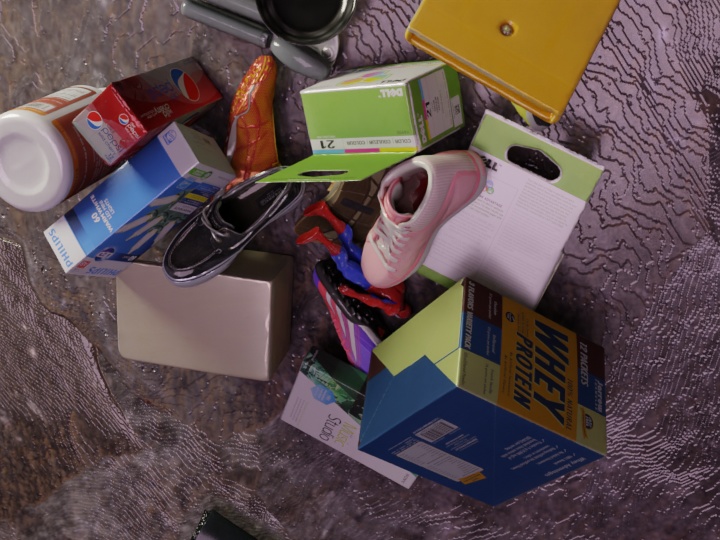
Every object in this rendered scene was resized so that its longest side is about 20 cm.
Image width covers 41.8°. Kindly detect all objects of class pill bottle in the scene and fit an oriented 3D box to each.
[{"bbox_3d":[-0.339,-0.150,1.097,0.110,0.200,0.114,5,113,13],"label":"pill bottle"}]

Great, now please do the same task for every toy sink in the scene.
[{"bbox_3d":[-0.191,0.044,1.183,0.196,0.112,0.133,7,109,9],"label":"toy sink"}]

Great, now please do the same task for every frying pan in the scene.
[{"bbox_3d":[-0.070,-0.338,1.022,0.113,0.031,0.193,-18,91,0],"label":"frying pan"}]

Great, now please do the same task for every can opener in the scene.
[{"bbox_3d":[-0.115,-0.278,1.064,0.197,0.066,0.053,25,117,9],"label":"can opener"}]

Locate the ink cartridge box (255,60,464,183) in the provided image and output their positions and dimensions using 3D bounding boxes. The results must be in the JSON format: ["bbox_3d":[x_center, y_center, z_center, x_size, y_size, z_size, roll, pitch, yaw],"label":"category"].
[{"bbox_3d":[-0.003,-0.156,0.982,0.146,0.199,0.077,4,115,37],"label":"ink cartridge box"}]

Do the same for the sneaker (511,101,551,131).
[{"bbox_3d":[0.144,-0.232,0.995,0.076,0.075,0.203,-32,77,34],"label":"sneaker"}]

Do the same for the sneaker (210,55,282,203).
[{"bbox_3d":[-0.124,-0.158,1.120,0.076,0.073,0.203,11,120,-14],"label":"sneaker"}]

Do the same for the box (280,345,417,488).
[{"bbox_3d":[0.002,0.190,1.203,0.197,0.037,0.145,27,139,3],"label":"box"}]

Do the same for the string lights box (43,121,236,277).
[{"bbox_3d":[-0.247,-0.076,1.064,0.199,0.103,0.059,-38,77,12],"label":"string lights box"}]

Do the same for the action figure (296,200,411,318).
[{"bbox_3d":[0.000,0.000,1.117,0.051,0.066,0.200,-23,132,32],"label":"action figure"}]

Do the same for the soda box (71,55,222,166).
[{"bbox_3d":[-0.231,-0.182,1.054,0.070,0.200,0.064,-34,98,25],"label":"soda box"}]

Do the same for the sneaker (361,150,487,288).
[{"bbox_3d":[0.040,-0.053,1.002,0.200,0.104,0.076,-48,66,35],"label":"sneaker"}]

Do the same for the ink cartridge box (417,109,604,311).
[{"bbox_3d":[0.166,-0.065,1.055,0.146,0.076,0.202,26,114,4],"label":"ink cartridge box"}]

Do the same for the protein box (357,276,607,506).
[{"bbox_3d":[0.135,0.144,1.055,0.198,0.137,0.198,25,141,-20],"label":"protein box"}]

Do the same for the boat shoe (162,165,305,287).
[{"bbox_3d":[-0.154,-0.059,1.079,0.199,0.071,0.072,-40,77,3],"label":"boat shoe"}]

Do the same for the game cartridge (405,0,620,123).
[{"bbox_3d":[0.164,-0.273,0.942,0.174,0.032,0.202,30,75,1],"label":"game cartridge"}]

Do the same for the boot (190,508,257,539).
[{"bbox_3d":[-0.190,0.457,1.367,0.166,0.077,0.203,24,109,1],"label":"boot"}]

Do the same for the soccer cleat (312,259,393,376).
[{"bbox_3d":[-0.004,0.078,1.174,0.073,0.068,0.201,-33,102,28],"label":"soccer cleat"}]

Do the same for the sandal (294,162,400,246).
[{"bbox_3d":[-0.010,-0.087,1.098,0.079,0.055,0.200,23,143,-17],"label":"sandal"}]
